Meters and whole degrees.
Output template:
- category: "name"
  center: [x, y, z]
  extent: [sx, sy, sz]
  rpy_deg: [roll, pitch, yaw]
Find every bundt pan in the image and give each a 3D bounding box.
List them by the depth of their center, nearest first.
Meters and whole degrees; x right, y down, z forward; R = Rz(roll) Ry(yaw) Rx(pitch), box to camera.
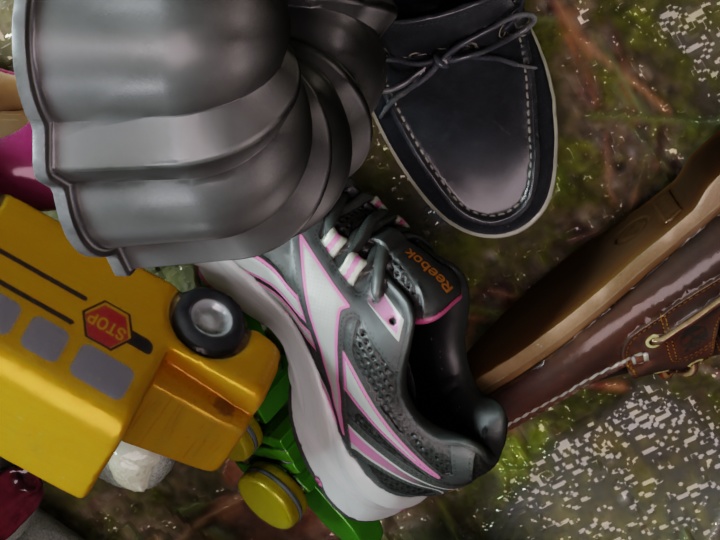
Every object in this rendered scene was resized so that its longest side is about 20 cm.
- category: "bundt pan"
  center: [-0.040, -0.097, 0.777]
  extent: [0.075, 0.202, 0.203]
  rpy_deg: [4, 117, 18]

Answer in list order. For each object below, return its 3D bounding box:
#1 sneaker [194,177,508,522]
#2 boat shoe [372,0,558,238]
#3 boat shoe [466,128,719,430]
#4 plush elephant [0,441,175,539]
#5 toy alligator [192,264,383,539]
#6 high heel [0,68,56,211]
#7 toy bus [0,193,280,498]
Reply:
- category: "sneaker"
  center: [0.000, 0.000, 0.910]
  extent: [0.086, 0.080, 0.201]
  rpy_deg: [-14, 112, 45]
- category: "boat shoe"
  center: [0.030, -0.097, 0.895]
  extent: [0.074, 0.062, 0.201]
  rpy_deg: [-12, 116, 6]
- category: "boat shoe"
  center: [0.126, 0.007, 0.934]
  extent: [0.200, 0.070, 0.070]
  rpy_deg: [-39, 104, 18]
- category: "plush elephant"
  center: [-0.191, 0.109, 0.938]
  extent: [0.199, 0.155, 0.165]
  rpy_deg: [31, 138, -3]
- category: "toy alligator"
  center: [-0.052, 0.041, 0.966]
  extent: [0.054, 0.059, 0.200]
  rpy_deg: [5, 135, 48]
- category: "high heel"
  center: [-0.171, -0.083, 0.909]
  extent: [0.199, 0.067, 0.096]
  rpy_deg: [12, 127, 11]
- category: "toy bus"
  center: [-0.134, 0.019, 0.877]
  extent: [0.199, 0.079, 0.065]
  rpy_deg: [29, 140, -6]
